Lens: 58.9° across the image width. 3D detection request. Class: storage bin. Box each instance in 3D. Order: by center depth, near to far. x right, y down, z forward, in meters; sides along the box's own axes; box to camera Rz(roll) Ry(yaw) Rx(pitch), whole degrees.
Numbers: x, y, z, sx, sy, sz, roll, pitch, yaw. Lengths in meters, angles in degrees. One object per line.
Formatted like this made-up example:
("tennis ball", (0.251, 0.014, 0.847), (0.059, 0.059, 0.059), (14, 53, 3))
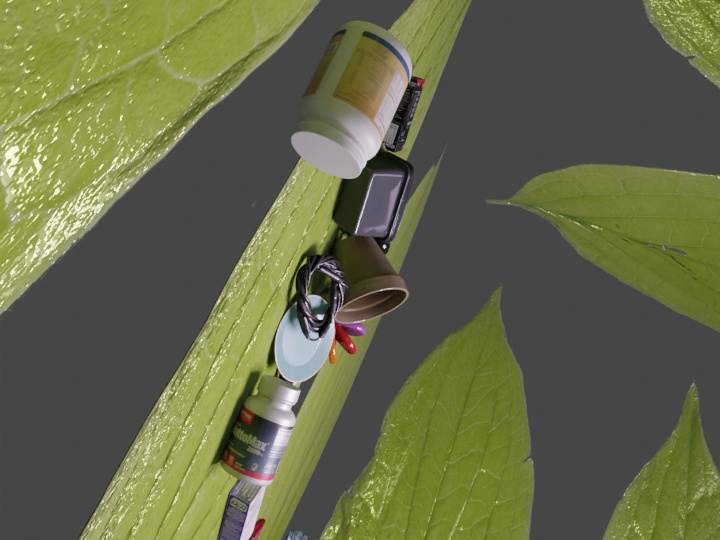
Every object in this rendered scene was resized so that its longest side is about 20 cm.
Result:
("storage bin", (0.017, -0.178, 1.509), (0.133, 0.145, 0.204), (-6, 122, -47))

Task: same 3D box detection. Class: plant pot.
("plant pot", (0.004, 0.012, 1.607), (0.201, 0.195, 0.177), (90, -16, -68))

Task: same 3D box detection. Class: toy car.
("toy car", (-0.059, 0.153, 1.713), (0.176, 0.147, 0.203), (88, 25, -69))

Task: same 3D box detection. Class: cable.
("cable", (-0.085, 0.048, 1.425), (0.163, 0.050, 0.204), (-44, 136, -36))

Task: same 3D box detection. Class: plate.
("plate", (-0.132, 0.155, 1.466), (0.198, 0.025, 0.206), (-19, 114, -49))

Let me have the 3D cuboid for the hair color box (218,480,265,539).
("hair color box", (-0.298, 0.612, 1.605), (0.109, 0.064, 0.204), (-49, 160, -64))

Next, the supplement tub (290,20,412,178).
("supplement tub", (-0.015, -0.265, 1.001), (0.145, 0.142, 0.204), (83, 30, -73))

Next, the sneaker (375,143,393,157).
("sneaker", (0.062, -0.248, 1.611), (0.202, 0.074, 0.078), (-116, -161, -46))

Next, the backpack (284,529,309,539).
("backpack", (-0.321, 1.322, 2.986), (0.200, 0.154, 0.163), (-46, 167, -3))

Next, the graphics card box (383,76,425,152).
("graphics card box", (0.117, -0.431, 1.752), (0.125, 0.050, 0.204), (-47, 155, -69))

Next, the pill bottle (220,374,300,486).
("pill bottle", (-0.203, 0.329, 1.334), (0.120, 0.117, 0.204), (50, 62, -80))

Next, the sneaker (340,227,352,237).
("sneaker", (-0.001, -0.114, 1.700), (0.084, 0.070, 0.200), (-61, 168, -5))

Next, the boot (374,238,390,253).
("boot", (0.000, -0.001, 1.803), (0.198, 0.073, 0.164), (-40, -162, 50))

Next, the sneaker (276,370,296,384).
("sneaker", (-0.146, 0.197, 1.526), (0.085, 0.071, 0.204), (-33, 145, -79))

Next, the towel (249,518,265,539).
("towel", (-0.363, 0.904, 2.040), (0.145, 0.022, 0.204), (59, 54, -82))
